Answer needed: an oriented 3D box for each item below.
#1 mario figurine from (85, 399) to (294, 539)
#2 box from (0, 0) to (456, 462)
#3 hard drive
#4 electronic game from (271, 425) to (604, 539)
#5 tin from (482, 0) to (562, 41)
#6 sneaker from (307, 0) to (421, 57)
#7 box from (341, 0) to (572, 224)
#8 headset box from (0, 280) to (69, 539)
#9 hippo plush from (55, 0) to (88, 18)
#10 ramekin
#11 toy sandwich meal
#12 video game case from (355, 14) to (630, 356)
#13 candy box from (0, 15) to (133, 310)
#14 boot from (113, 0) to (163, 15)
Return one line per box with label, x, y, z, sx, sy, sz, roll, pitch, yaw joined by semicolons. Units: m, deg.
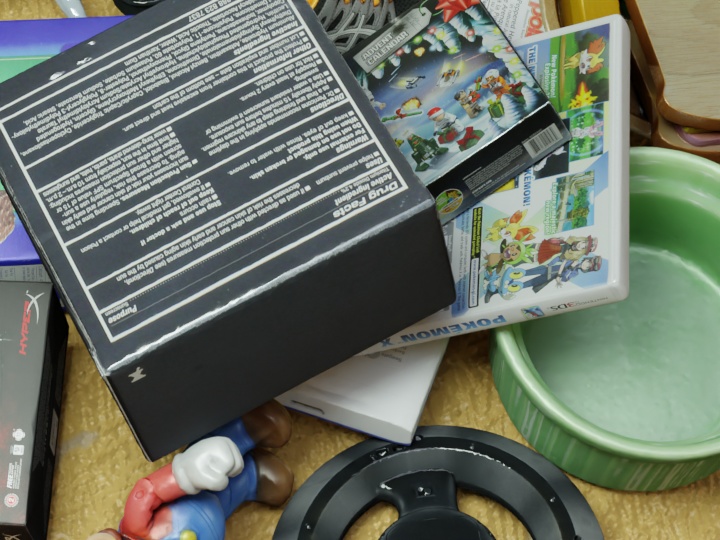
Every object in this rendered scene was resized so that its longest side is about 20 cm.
mario figurine;-0.098;0.164;1.333;0.200;0.106;0.124;-47;116;-34
box;-0.082;-0.036;1.313;0.199;0.123;0.199;-27;60;-6
hard drive;0.000;0.000;1.453;0.131;0.025;0.201;17;59;8
electronic game;0.044;0.175;1.372;0.199;0.042;0.201;-1;52;2
tin;0.038;-0.168;1.545;0.199;0.042;0.112;15;69;1
sneaker;-0.025;-0.164;1.461;0.200;0.077;0.078;-25;68;-36
box;0.011;-0.075;1.421;0.200;0.040;0.137;-34;46;4
headset box;-0.277;0.083;1.366;0.199;0.077;0.149;3;67;2
hippo plush;-0.244;-0.279;1.498;0.199;0.160;0.161;13;53;19
ramekin;0.170;0.036;1.431;0.199;0.098;0.201;2;65;-5
toy sandwich meal;0.208;-0.166;1.523;0.204;0.070;0.206;6;69;-17
video game case;0.073;-0.051;1.409;0.182;0.022;0.201;-12;51;23
candy box;-0.200;-0.065;1.451;0.199;0.077;0.170;-3;64;-8
boot;-0.084;-0.245;1.465;0.198;0.163;0.073;-25;63;-13
